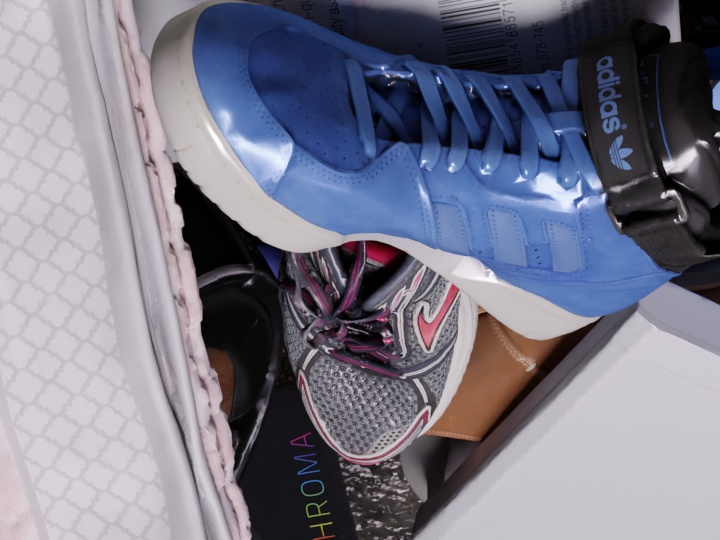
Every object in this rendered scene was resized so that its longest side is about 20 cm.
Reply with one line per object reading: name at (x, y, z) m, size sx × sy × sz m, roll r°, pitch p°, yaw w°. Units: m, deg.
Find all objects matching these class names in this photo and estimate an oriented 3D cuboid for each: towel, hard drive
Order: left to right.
towel at (-0.135, 0.015, 0.645) m, size 0.190 × 0.032 × 0.201 m, roll -9°, pitch 98°, yaw 24°
hard drive at (0.121, 0.086, 0.881) m, size 0.132 × 0.026 × 0.200 m, roll 24°, pitch 140°, yaw -12°

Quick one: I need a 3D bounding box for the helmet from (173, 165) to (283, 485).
helmet at (-0.145, 0.029, 0.775) m, size 0.190 × 0.200 × 0.200 m, roll 27°, pitch 145°, yaw 22°

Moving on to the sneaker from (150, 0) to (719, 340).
sneaker at (0.041, -0.042, 0.625) m, size 0.111 × 0.077 × 0.200 m, roll -25°, pitch 144°, yaw 35°

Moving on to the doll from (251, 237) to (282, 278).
doll at (0.041, -0.019, 0.879) m, size 0.199 × 0.049 × 0.136 m, roll -15°, pitch 172°, yaw 12°

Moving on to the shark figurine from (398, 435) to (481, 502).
shark figurine at (0.050, 0.099, 1.010) m, size 0.128 × 0.090 × 0.215 m, roll -9°, pitch 137°, yaw 7°

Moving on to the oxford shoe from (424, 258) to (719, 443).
oxford shoe at (0.071, 0.034, 0.903) m, size 0.200 × 0.071 × 0.071 m, roll -15°, pitch -178°, yaw 34°

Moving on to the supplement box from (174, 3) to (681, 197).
supplement box at (0.018, -0.087, 0.809) m, size 0.199 × 0.061 × 0.109 m, roll -13°, pitch 140°, yaw 9°

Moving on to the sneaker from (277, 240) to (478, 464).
sneaker at (0.000, 0.000, 0.785) m, size 0.080 × 0.075 × 0.200 m, roll 12°, pitch 135°, yaw 10°

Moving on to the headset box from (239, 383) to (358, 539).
headset box at (-0.099, 0.151, 0.884) m, size 0.199 × 0.175 × 0.093 m, roll -7°, pitch 147°, yaw -11°

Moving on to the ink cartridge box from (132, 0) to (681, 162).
ink cartridge box at (-0.011, -0.140, 0.680) m, size 0.199 × 0.145 × 0.146 m, roll -9°, pitch 140°, yaw 4°

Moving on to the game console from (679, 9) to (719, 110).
game console at (0.180, -0.036, 0.781) m, size 0.200 × 0.118 × 0.171 m, roll -8°, pitch 140°, yaw -43°
